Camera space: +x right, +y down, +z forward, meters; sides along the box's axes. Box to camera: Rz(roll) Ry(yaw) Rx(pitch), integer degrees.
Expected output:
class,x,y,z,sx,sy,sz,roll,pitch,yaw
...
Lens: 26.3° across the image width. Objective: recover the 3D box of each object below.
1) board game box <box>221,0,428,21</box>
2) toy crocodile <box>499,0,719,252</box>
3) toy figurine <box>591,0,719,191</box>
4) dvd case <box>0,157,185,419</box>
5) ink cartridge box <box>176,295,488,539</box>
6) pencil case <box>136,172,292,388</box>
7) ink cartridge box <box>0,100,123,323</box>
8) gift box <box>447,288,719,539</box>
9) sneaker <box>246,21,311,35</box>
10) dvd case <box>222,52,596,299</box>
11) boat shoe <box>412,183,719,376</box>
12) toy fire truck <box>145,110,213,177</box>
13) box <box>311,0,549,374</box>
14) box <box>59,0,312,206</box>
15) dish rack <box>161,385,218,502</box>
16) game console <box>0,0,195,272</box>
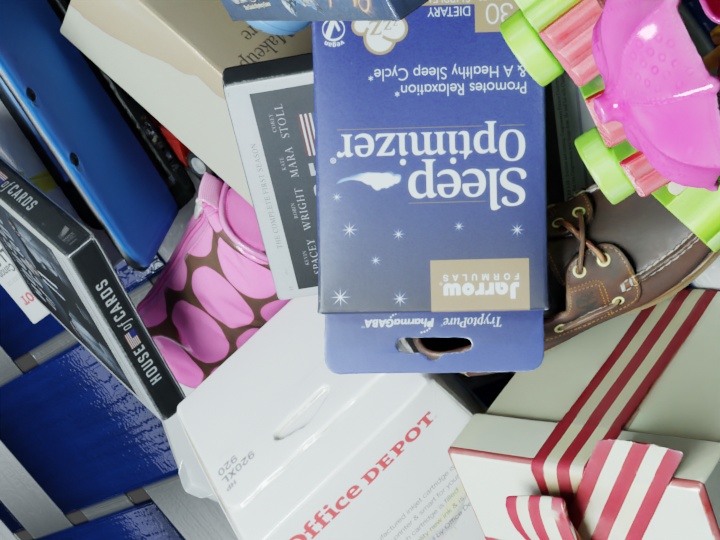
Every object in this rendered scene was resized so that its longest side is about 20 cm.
class,x,y,z,sx,sy,sz,roll,pitch,yaw
board game box,0.018,-0.166,0.719,0.035,0.135,0.200,59,163,-21
toy crocodile,0.123,-0.090,0.742,0.067,0.062,0.201,-31,116,13
toy figurine,0.180,-0.110,0.635,0.199,0.184,0.151,-7,121,45
dvd case,-0.198,-0.002,1.010,0.200,0.025,0.151,34,155,45
ink cartridge box,0.014,0.126,0.962,0.200,0.147,0.145,45,-177,-39
pencil case,-0.091,0.005,1.031,0.093,0.092,0.200,12,145,-19
ink cartridge box,-0.258,-0.074,1.166,0.200,0.083,0.145,51,143,-9
gift box,0.178,0.122,0.858,0.199,0.187,0.186,-2,124,45
sneaker,-0.084,-0.228,0.881,0.200,0.071,0.083,47,122,1
dvd case,0.035,-0.062,0.859,0.198,0.025,0.151,-10,127,4
boat shoe,0.116,-0.002,0.835,0.199,0.070,0.071,-37,64,26
toy fire truck,-0.164,-0.145,1.039,0.199,0.049,0.142,14,133,34
box,0.037,-0.046,0.794,0.120,0.032,0.202,-1,94,4
box,-0.075,-0.124,0.940,0.200,0.095,0.078,41,142,2
dish rack,-0.105,0.134,1.259,0.170,0.044,0.201,16,136,32
game console,-0.207,-0.095,0.988,0.170,0.118,0.201,-13,115,46
